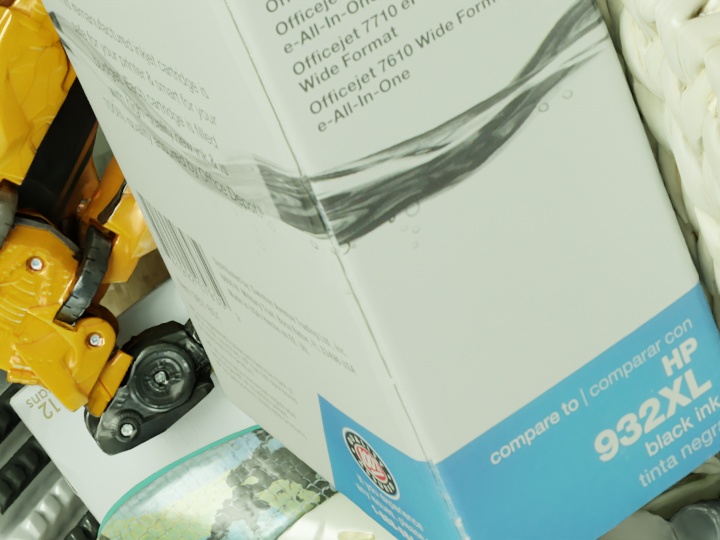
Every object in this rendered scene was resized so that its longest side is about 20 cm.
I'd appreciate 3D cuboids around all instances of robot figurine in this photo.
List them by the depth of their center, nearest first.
[{"bbox_3d":[-0.067,-0.051,0.764,0.145,0.058,0.200,27,95,-23],"label":"robot figurine"}]

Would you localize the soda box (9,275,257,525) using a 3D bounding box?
[{"bbox_3d":[0.000,0.000,0.828,0.200,0.068,0.064,-37,91,12],"label":"soda box"}]

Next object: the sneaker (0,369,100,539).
[{"bbox_3d":[-0.150,0.039,0.862,0.200,0.075,0.081,48,116,1],"label":"sneaker"}]

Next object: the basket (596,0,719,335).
[{"bbox_3d":[0.126,-0.038,0.678,0.135,0.123,0.200,-27,137,-5],"label":"basket"}]

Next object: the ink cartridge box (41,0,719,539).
[{"bbox_3d":[-0.006,-0.043,0.671,0.084,0.145,0.200,-32,121,-14],"label":"ink cartridge box"}]

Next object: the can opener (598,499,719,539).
[{"bbox_3d":[0.095,0.091,0.781,0.066,0.200,0.053,-48,55,41],"label":"can opener"}]

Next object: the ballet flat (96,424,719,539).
[{"bbox_3d":[0.027,0.066,0.794,0.199,0.074,0.074,-18,97,-14],"label":"ballet flat"}]
